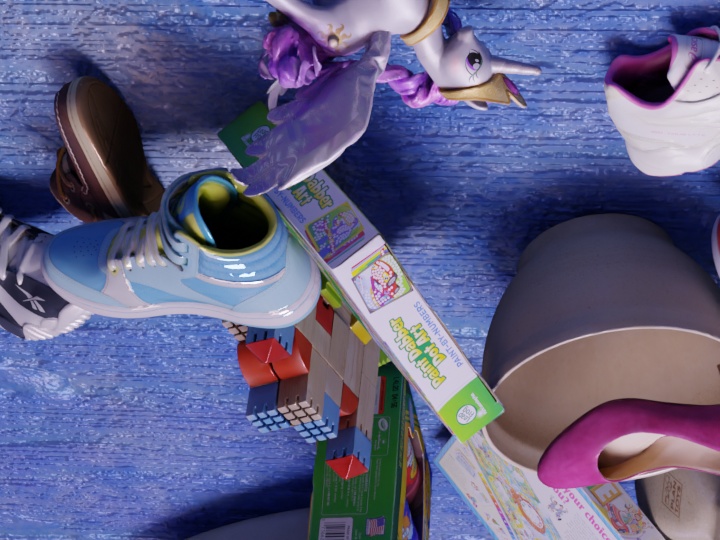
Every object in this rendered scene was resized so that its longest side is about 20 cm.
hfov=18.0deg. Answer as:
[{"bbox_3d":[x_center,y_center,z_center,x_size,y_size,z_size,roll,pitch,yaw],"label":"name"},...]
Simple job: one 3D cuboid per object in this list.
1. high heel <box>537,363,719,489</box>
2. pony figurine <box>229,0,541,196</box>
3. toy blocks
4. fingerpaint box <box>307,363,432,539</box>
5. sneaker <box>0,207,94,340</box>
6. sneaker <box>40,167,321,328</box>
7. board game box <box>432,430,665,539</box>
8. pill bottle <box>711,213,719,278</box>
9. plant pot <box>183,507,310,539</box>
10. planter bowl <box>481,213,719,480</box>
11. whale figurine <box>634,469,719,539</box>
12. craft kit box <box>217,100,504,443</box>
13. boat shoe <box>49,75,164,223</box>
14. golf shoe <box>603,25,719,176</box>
[{"bbox_3d":[0.214,0.135,1.580,0.200,0.096,0.067,-22,141,21],"label":"high heel"},{"bbox_3d":[-0.007,-0.153,1.431,0.193,0.167,0.200,-21,121,20],"label":"pony figurine"},{"bbox_3d":[-0.045,0.070,1.719,0.100,0.137,0.200,-14,138,25],"label":"toy blocks"},{"bbox_3d":[0.011,0.204,1.836,0.073,0.200,0.167,-2,142,10],"label":"fingerpaint box"},{"bbox_3d":[-0.274,-0.022,1.651,0.199,0.080,0.130,13,152,47],"label":"sneaker"},{"bbox_3d":[-0.132,-0.025,1.523,0.200,0.080,0.131,3,152,14],"label":"sneaker"},{"bbox_3d":[0.154,0.191,1.831,0.200,0.034,0.134,51,143,15],"label":"board game box"},{"bbox_3d":[0.339,-0.046,1.533,0.114,0.114,0.200,23,139,-22],"label":"pill bottle"},{"bbox_3d":[-0.091,0.295,2.012,0.200,0.188,0.187,-1,145,31],"label":"plant pot"},{"bbox_3d":[0.180,0.045,1.648,0.200,0.135,0.200,-3,144,-2],"label":"planter bowl"},{"bbox_3d":[0.285,0.166,1.763,0.104,0.200,0.159,-1,108,-14],"label":"whale figurine"},{"bbox_3d":[0.000,0.000,1.572,0.048,0.200,0.198,-36,129,-4],"label":"craft kit box"},{"bbox_3d":[-0.189,-0.062,1.623,0.072,0.072,0.200,-5,148,12],"label":"boat shoe"},{"bbox_3d":[0.251,-0.123,1.480,0.200,0.075,0.092,-18,134,27],"label":"golf shoe"}]
